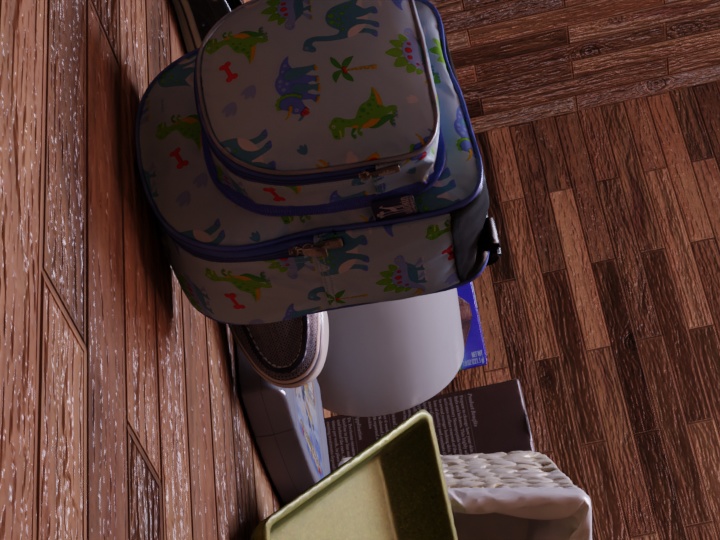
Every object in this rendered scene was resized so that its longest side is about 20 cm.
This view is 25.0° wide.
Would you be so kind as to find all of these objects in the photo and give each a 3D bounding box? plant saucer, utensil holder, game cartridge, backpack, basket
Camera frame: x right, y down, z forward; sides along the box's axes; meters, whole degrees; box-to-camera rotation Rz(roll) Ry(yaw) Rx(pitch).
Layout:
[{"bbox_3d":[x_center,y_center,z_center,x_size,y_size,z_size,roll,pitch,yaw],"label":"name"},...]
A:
[{"bbox_3d":[-0.003,0.224,1.123,0.199,0.047,0.202,-28,110,-50],"label":"plant saucer"},{"bbox_3d":[0.000,0.000,1.416,0.171,0.168,0.202,-95,174,-56],"label":"utensil holder"},{"bbox_3d":[-0.057,0.104,1.254,0.201,0.041,0.134,73,4,-53],"label":"game cartridge"},{"bbox_3d":[-0.033,-0.074,0.970,0.148,0.197,0.185,71,6,-54],"label":"backpack"},{"bbox_3d":[0.072,0.251,1.287,0.161,0.195,0.203,-121,-150,-78],"label":"basket"}]

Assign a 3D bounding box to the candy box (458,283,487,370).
[{"bbox_3d":[0.049,0.027,1.909,0.077,0.167,0.203,-76,154,-88],"label":"candy box"}]

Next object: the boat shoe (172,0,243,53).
[{"bbox_3d":[-0.113,-0.222,1.206,0.075,0.061,0.202,-92,168,-56],"label":"boat shoe"}]

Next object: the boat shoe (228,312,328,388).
[{"bbox_3d":[-0.080,-0.016,1.116,0.093,0.074,0.202,14,57,-78],"label":"boat shoe"}]

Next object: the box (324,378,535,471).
[{"bbox_3d":[0.062,0.177,1.505,0.075,0.197,0.101,72,8,-55],"label":"box"}]
